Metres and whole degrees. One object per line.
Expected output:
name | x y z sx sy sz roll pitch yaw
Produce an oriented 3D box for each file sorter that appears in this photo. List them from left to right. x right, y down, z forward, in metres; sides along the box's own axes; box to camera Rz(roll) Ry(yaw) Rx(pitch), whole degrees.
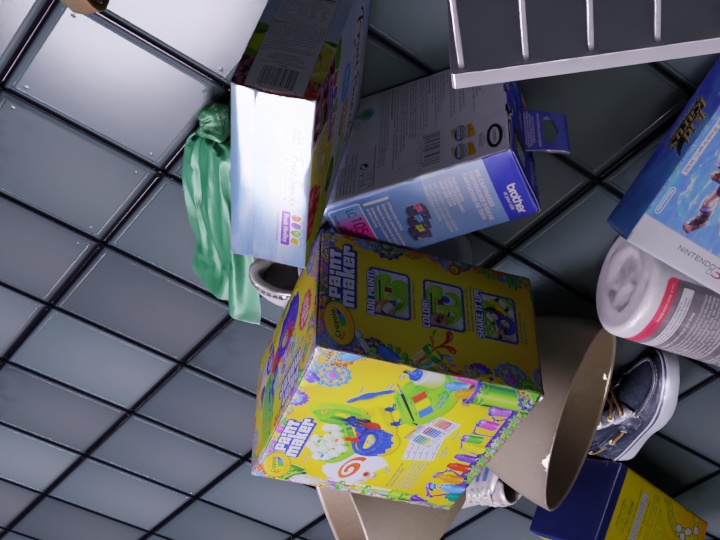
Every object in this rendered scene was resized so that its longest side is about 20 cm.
file sorter | 0.152 -0.232 0.779 0.197 0.140 0.125 -7 136 9

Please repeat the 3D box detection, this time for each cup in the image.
cup | 0.038 0.253 1.300 0.142 0.201 0.202 -21 141 -15
cup | 0.168 0.131 1.169 0.142 0.201 0.202 18 144 23

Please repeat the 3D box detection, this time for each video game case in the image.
video game case | 0.340 -0.079 0.955 0.180 0.046 0.201 25 108 -26

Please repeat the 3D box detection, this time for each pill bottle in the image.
pill bottle | 0.342 0.033 1.091 0.198 0.112 0.111 16 137 -16

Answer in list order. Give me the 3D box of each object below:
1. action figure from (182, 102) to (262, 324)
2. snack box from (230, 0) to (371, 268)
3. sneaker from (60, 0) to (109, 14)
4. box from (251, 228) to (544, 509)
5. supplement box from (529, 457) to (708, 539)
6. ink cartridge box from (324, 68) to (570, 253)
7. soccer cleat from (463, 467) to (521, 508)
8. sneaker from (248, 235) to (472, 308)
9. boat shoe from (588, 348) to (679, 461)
action figure | -0.126 -0.061 1.024 0.118 0.054 0.202 30 137 37
snack box | -0.042 -0.134 0.842 0.067 0.202 0.170 12 140 4
sneaker | -0.259 -0.273 0.806 0.089 0.068 0.201 -3 139 17
box | 0.024 0.092 0.950 0.190 0.123 0.201 13 139 -15
supplement box | 0.325 0.320 1.388 0.199 0.111 0.108 35 160 -32
ink cartridge box | 0.072 -0.098 0.928 0.198 0.138 0.077 -17 132 20
soccer cleat | 0.156 0.261 1.371 0.069 0.087 0.200 22 135 -22
sneaker | 0.000 0.000 0.984 0.197 0.077 0.080 -10 166 13
boat shoe | 0.289 0.156 1.258 0.090 0.072 0.201 3 141 -8
